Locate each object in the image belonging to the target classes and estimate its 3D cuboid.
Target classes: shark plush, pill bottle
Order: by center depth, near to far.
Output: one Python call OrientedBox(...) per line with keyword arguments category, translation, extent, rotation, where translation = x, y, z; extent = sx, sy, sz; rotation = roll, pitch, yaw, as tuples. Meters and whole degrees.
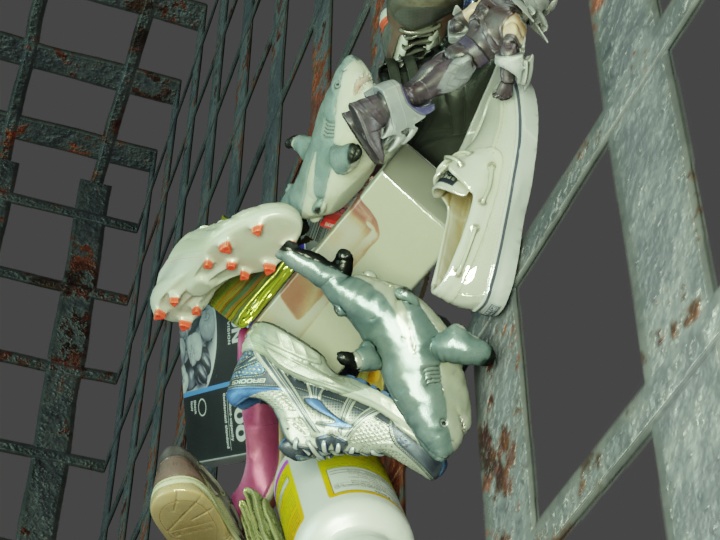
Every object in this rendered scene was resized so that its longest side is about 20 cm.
OrientedBox(category="shark plush", translation=(0.018, 0.050, 1.199), extent=(0.083, 0.200, 0.091), rotation=(-47, 14, -25))
OrientedBox(category="pill bottle", translation=(-0.012, 0.220, 1.317), extent=(0.200, 0.103, 0.105), rotation=(-118, 44, -70))
OrientedBox(category="shark plush", translation=(-0.033, -0.096, 1.382), extent=(0.083, 0.091, 0.200), rotation=(51, 139, 14))

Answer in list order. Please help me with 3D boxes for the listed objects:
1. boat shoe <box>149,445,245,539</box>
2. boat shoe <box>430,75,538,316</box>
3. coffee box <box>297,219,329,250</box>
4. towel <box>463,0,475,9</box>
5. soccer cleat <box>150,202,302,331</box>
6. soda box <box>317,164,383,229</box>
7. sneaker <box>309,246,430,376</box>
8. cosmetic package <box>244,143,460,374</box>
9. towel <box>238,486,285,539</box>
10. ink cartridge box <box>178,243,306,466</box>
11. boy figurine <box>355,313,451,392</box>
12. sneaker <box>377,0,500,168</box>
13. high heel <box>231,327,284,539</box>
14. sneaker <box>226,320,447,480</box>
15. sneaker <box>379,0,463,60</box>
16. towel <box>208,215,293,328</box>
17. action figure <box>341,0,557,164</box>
OrientedBox(category="boat shoe", translation=(-0.136, 0.226, 1.374), extent=(0.201, 0.071, 0.065), rotation=(70, -167, -48))
OrientedBox(category="boat shoe", translation=(0.092, -0.067, 1.238), extent=(0.071, 0.069, 0.202), rotation=(148, 135, -70))
OrientedBox(category="coffee box", translation=(-0.044, 0.015, 1.587), extent=(0.113, 0.079, 0.201), rotation=(-29, -35, -57))
OrientedBox(category="towel", translation=(0.090, -0.270, 1.552), extent=(0.200, 0.024, 0.146), rotation=(-143, 68, -73))
OrientedBox(category="soccer cleat", translation=(-0.126, -0.019, 1.409), extent=(0.200, 0.069, 0.078), rotation=(-35, 40, 38))
OrientedBox(category="soda box", translation=(0.009, -0.090, 1.499), extent=(0.200, 0.069, 0.064), rotation=(-72, 0, -71))
OrientedBox(category="sneaker", translation=(-0.016, 0.047, 1.479), extent=(0.070, 0.108, 0.201), rotation=(-92, 21, -48))
OrientedBox(category="cosmetic package", translation=(0.000, 0.000, 1.338), extent=(0.200, 0.087, 0.103), rotation=(-49, 1, 22))
OrientedBox(category="towel", translation=(-0.063, 0.297, 1.385), extent=(0.201, 0.036, 0.149), rotation=(78, 173, -50))
OrientedBox(category="ink cartridge box", translation=(-0.115, 0.086, 1.535), extent=(0.199, 0.043, 0.200), rotation=(-18, 73, 53))
OrientedBox(category="boy figurine", translation=(0.020, 0.096, 1.392), extent=(0.200, 0.064, 0.125), rotation=(138, 142, -60))
OrientedBox(category="sneaker", translation=(0.073, -0.186, 1.369), extent=(0.071, 0.098, 0.201), rotation=(-106, 34, -67))
OrientedBox(category="high heel", translation=(-0.105, 0.156, 1.433), extent=(0.201, 0.095, 0.067), rotation=(-66, -10, 13))
OrientedBox(category="sneaker", translation=(-0.023, 0.126, 1.277), extent=(0.086, 0.199, 0.077), rotation=(-58, -15, -10))
OrientedBox(category="sneaker", translation=(0.057, -0.218, 1.449), extent=(0.200, 0.076, 0.083), rotation=(104, 169, -84))
OrientedBox(category="towel", translation=(-0.120, -0.002, 1.476), extent=(0.086, 0.018, 0.200), rotation=(-50, 25, -7))
OrientedBox(category="action figure", translation=(0.079, -0.166, 1.256), extent=(0.199, 0.070, 0.130), rotation=(-36, 21, -2))
